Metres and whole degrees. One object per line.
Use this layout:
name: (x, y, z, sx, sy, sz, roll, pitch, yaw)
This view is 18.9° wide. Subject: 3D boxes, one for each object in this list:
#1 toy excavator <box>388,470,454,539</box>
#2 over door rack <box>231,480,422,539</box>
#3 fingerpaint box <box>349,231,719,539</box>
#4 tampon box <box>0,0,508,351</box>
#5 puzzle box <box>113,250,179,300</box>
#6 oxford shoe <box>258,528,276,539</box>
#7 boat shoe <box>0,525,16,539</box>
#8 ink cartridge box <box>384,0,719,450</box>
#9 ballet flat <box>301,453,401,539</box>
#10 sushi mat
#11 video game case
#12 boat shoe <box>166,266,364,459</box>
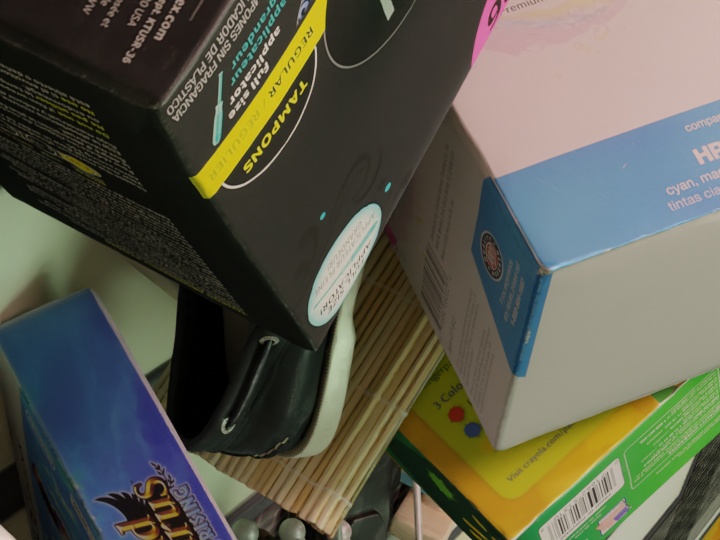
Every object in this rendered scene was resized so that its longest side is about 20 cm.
toy excavator: (0.063, 0.095, 1.285, 0.195, 0.100, 0.200, -66, 171, 11)
over door rack: (-0.004, 0.104, 1.049, 0.148, 0.066, 0.201, 19, 79, -71)
fingerpaint box: (0.084, 0.005, 0.889, 0.200, 0.167, 0.073, -41, 151, -11)
tampon box: (-0.047, -0.092, 0.626, 0.150, 0.126, 0.200, -60, 162, -11)
puzzle box: (-0.050, -0.054, 0.842, 0.134, 0.025, 0.200, -62, 163, -8)
oxford shoe: (-0.071, 0.162, 1.046, 0.200, 0.072, 0.085, 51, 41, -67)
boat shoe: (-0.121, 0.157, 0.713, 0.072, 0.070, 0.201, -47, 114, -45)
ink cartridge box: (0.069, -0.064, 0.794, 0.125, 0.201, 0.129, -18, 152, -15)
ballet flat: (0.000, 0.079, 1.162, 0.066, 0.057, 0.201, 2, 110, -41)
sushi mat: (0.000, 0.000, 0.857, 0.200, 0.095, 0.012, -58, 158, -18)
video game case: (-0.068, 0.137, 0.785, 0.045, 0.200, 0.182, -23, 147, -16)
boat shoe: (-0.038, -0.024, 0.767, 0.066, 0.074, 0.200, -7, 119, -34)
